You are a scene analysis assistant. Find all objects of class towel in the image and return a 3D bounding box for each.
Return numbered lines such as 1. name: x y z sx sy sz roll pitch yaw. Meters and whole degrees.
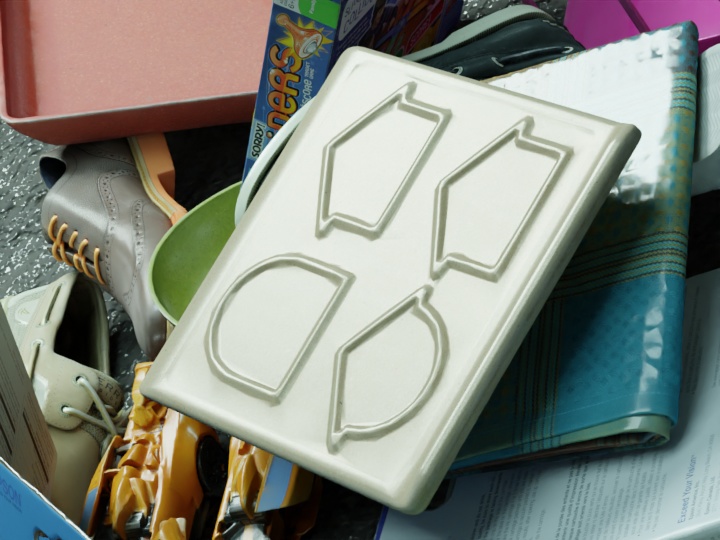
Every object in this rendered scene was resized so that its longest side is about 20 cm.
1. towel: 0.078 -0.005 1.246 0.146 0.022 0.200 -14 53 33

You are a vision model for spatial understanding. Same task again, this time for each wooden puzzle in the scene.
1. wooden puzzle: 0.015 0.004 1.244 0.200 0.046 0.185 18 73 48

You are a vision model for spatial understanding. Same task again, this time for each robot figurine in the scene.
1. robot figurine: -0.079 0.128 1.339 0.145 0.058 0.200 -13 45 27

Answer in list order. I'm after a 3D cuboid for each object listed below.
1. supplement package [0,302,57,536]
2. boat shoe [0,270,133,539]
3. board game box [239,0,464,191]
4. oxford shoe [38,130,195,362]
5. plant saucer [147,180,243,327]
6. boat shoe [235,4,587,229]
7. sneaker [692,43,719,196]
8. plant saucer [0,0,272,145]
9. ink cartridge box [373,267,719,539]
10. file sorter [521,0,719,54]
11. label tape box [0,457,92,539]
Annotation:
1. supplement package: -0.232 0.124 1.277 0.151 0.151 0.200 -2 53 8
2. boat shoe: -0.149 0.071 1.446 0.065 0.072 0.200 -30 34 12
3. board game box: 0.008 -0.134 1.431 0.034 0.136 0.200 24 42 13
4. oxford shoe: -0.123 -0.007 1.483 0.073 0.071 0.200 -5 29 -11
5. plant saucer: 0.000 0.000 1.378 0.199 0.031 0.200 -8 29 4
6. boat shoe: 0.034 -0.057 1.362 0.199 0.075 0.066 -28 38 -28
7. sneaker: 0.181 -0.055 1.317 0.200 0.115 0.074 175 103 -74
8. plant saucer: -0.097 -0.135 1.577 0.199 0.037 0.200 -7 39 -4
9. ink cartridge box: 0.107 0.078 1.223 0.200 0.043 0.196 -20 26 24
10. file sorter: 0.169 -0.198 1.414 0.200 0.125 0.139 -13 45 29
11. label tape box: -0.093 0.180 1.193 0.063 0.200 0.144 -14 28 -30
